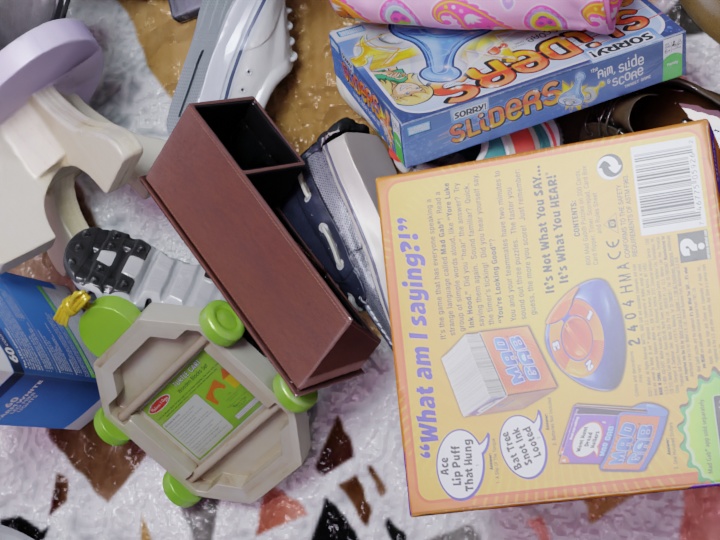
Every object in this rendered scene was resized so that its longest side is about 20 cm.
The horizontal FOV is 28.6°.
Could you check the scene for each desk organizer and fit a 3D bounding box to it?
[{"bbox_3d":[-0.059,-0.021,0.967,0.201,0.071,0.077,52,128,20],"label":"desk organizer"}]

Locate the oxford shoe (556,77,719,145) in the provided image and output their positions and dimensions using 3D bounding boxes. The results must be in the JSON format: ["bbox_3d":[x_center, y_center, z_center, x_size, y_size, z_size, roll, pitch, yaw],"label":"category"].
[{"bbox_3d":[0.172,-0.111,0.954,0.198,0.084,0.073,11,91,22],"label":"oxford shoe"}]

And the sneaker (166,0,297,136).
[{"bbox_3d":[-0.081,-0.180,1.058,0.073,0.070,0.202,25,94,55],"label":"sneaker"}]

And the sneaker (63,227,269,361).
[{"bbox_3d":[-0.125,0.036,1.047,0.198,0.091,0.067,21,55,3],"label":"sneaker"}]

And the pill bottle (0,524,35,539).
[{"bbox_3d":[-0.299,0.297,1.049,0.104,0.104,0.201,32,94,20],"label":"pill bottle"}]

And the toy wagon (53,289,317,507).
[{"bbox_3d":[-0.127,0.080,0.999,0.200,0.040,0.155,43,125,-8],"label":"toy wagon"}]

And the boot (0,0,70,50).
[{"bbox_3d":[-0.301,-0.206,1.057,0.199,0.131,0.071,-4,69,57],"label":"boot"}]

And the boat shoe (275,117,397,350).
[{"bbox_3d":[0.000,0.000,1.013,0.092,0.074,0.202,-29,75,31],"label":"boat shoe"}]

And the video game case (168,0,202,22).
[{"bbox_3d":[-0.070,-0.292,1.095,0.198,0.019,0.144,-17,78,15],"label":"video game case"}]

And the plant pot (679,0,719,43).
[{"bbox_3d":[0.303,-0.240,0.957,0.198,0.027,0.202,-3,81,18],"label":"plant pot"}]

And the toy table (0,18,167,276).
[{"bbox_3d":[-0.224,-0.083,1.048,0.183,0.200,0.118,-33,82,-24],"label":"toy table"}]

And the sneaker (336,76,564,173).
[{"bbox_3d":[0.040,-0.109,0.969,0.199,0.093,0.071,33,122,34],"label":"sneaker"}]

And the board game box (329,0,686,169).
[{"bbox_3d":[0.094,-0.143,0.933,0.198,0.035,0.136,-20,40,-12],"label":"board game box"}]

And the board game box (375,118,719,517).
[{"bbox_3d":[0.140,0.040,0.882,0.198,0.200,0.202,-8,81,17],"label":"board game box"}]

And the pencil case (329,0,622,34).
[{"bbox_3d":[0.073,-0.199,0.909,0.198,0.087,0.088,8,85,19],"label":"pencil case"}]

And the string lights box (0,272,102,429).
[{"bbox_3d":[-0.256,0.054,1.015,0.059,0.200,0.103,-39,72,10],"label":"string lights box"}]
